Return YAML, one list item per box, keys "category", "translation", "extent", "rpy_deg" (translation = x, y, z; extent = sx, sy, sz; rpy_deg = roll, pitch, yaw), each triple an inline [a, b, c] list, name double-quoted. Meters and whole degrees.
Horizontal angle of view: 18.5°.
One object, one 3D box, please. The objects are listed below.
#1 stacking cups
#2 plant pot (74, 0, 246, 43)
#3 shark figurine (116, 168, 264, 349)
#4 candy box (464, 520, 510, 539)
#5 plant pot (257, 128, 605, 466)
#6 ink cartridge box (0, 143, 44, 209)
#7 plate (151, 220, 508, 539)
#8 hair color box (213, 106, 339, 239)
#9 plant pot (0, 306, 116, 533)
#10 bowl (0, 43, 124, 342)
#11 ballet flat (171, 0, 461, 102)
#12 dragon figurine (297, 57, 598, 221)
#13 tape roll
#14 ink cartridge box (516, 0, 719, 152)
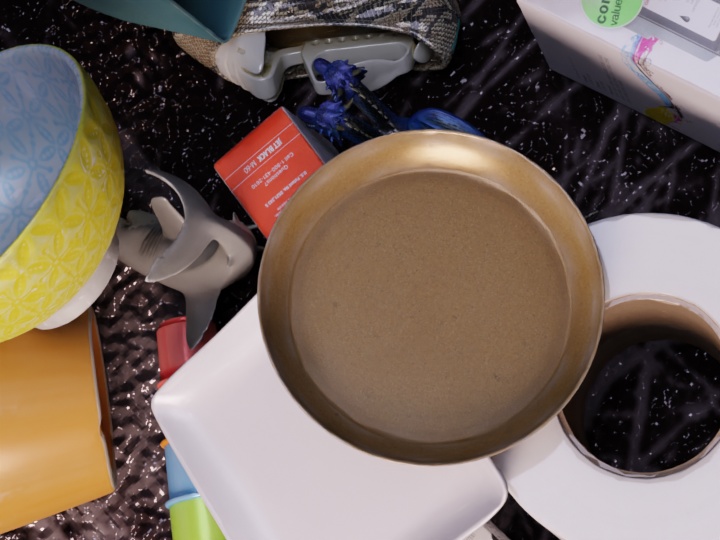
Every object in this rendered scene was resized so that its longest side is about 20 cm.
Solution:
- category: "stacking cups"
  translation: [-0.100, 0.129, 1.432]
  extent: [0.060, 0.060, 0.202]
  rpy_deg: [-9, 77, 12]
- category: "plant pot"
  translation: [-0.173, -0.253, 1.462]
  extent: [0.199, 0.141, 0.142]
  rpy_deg: [12, 76, 41]
- category: "shark figurine"
  translation: [-0.101, 0.003, 1.398]
  extent: [0.127, 0.214, 0.090]
  rpy_deg: [17, 82, -15]
- category: "candy box"
  translation: [0.053, 0.224, 1.376]
  extent: [0.200, 0.061, 0.137]
  rpy_deg: [42, 92, 18]
- category: "plant pot"
  translation: [0.040, 0.017, 1.269]
  extent: [0.198, 0.028, 0.202]
  rpy_deg: [0, 71, 1]
- category: "ink cartridge box"
  translation: [-0.274, -0.111, 1.489]
  extent: [0.067, 0.117, 0.200]
  rpy_deg: [-46, 74, 5]
- category: "plate"
  translation: [-0.018, 0.105, 1.337]
  extent: [0.200, 0.032, 0.201]
  rpy_deg: [-44, 70, 32]
- category: "hair color box"
  translation: [0.000, 0.000, 1.405]
  extent: [0.064, 0.111, 0.200]
  rpy_deg: [-40, 73, 6]
- category: "plant pot"
  translation: [-0.255, 0.092, 1.420]
  extent: [0.182, 0.200, 0.202]
  rpy_deg: [-8, 77, -3]
- category: "bowl"
  translation: [-0.210, -0.025, 1.341]
  extent: [0.199, 0.108, 0.201]
  rpy_deg: [-24, 44, 25]
- category: "ballet flat"
  translation: [-0.033, -0.147, 1.459]
  extent: [0.198, 0.068, 0.076]
  rpy_deg: [-4, 55, 11]
- category: "dragon figurine"
  translation: [0.050, -0.067, 1.409]
  extent: [0.199, 0.099, 0.059]
  rpy_deg: [30, 87, 11]
- category: "tape roll"
  translation: [0.176, 0.078, 1.330]
  extent: [0.201, 0.139, 0.204]
  rpy_deg: [-3, 78, 12]
- category: "ink cartridge box"
  translation: [0.223, -0.165, 1.361]
  extent: [0.199, 0.146, 0.147]
  rpy_deg: [28, 87, 17]
